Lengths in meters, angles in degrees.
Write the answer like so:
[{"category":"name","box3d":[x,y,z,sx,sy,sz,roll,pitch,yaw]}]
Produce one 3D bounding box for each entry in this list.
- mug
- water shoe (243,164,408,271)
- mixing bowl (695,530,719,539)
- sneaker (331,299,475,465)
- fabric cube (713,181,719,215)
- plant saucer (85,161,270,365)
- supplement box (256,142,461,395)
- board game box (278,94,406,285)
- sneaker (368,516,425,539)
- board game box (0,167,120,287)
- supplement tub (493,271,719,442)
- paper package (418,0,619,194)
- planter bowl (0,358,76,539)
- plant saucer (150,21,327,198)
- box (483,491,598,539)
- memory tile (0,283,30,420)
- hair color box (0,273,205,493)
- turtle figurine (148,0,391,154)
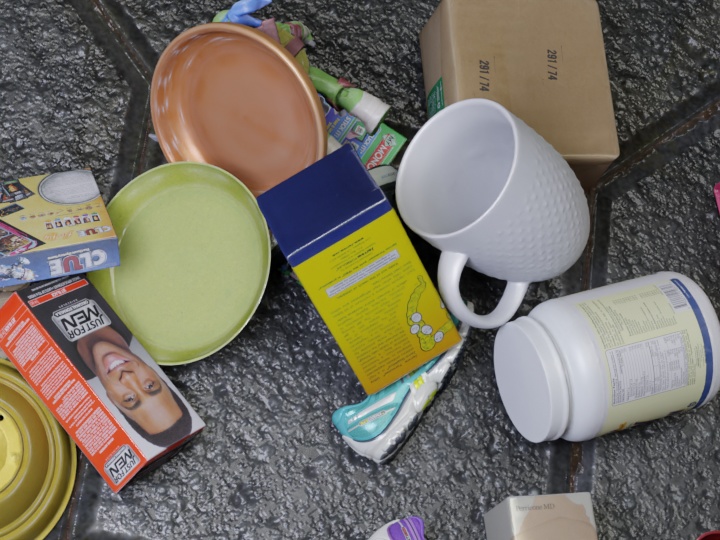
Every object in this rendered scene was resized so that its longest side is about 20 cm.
[{"category":"mug","box3d":[0.136,-0.042,1.556,0.175,0.147,0.201,31,73,-43]},{"category":"water shoe","box3d":[-0.026,-0.034,1.577,0.199,0.072,0.079,-32,85,-22]},{"category":"mixing bowl","box3d":[0.314,0.357,1.504,0.199,0.108,0.202,23,58,-43]},{"category":"sneaker","box3d":[0.049,0.098,1.577,0.079,0.078,0.200,35,64,10]},{"category":"fabric cube","box3d":[0.529,-0.048,1.691,0.198,0.200,0.198,-3,71,-16]},{"category":"plant saucer","box3d":[-0.173,-0.005,1.535,0.198,0.031,0.202,-5,76,20]},{"category":"supplement box","box3d":[0.000,0.000,1.507,0.109,0.201,0.109,-30,39,-1]},{"category":"board game box","box3d":[-0.058,-0.098,1.648,0.134,0.029,0.201,35,64,0]},{"category":"sneaker","box3d":[0.089,0.318,1.497,0.083,0.081,0.201,-30,78,-29]},{"category":"board game box","box3d":[-0.341,-0.036,1.502,0.198,0.035,0.136,-10,36,-16]},{"category":"supplement tub","box3d":[0.250,0.089,1.592,0.199,0.145,0.146,-13,73,-19]},{"category":"paper package","box3d":[0.169,-0.190,1.705,0.189,0.104,0.202,0,70,-13]},{"category":"planter bowl","box3d":[-0.352,0.167,1.421,0.199,0.083,0.202,4,75,-16]},{"category":"plant saucer","box3d":[-0.115,-0.148,1.537,0.200,0.200,0.037,43,38,5]},{"category":"box","box3d":[0.184,0.321,1.519,0.094,0.078,0.202,-2,70,-15]},{"category":"memory tile","box3d":[-0.387,0.068,1.501,0.152,0.017,0.202,0,69,-15]},{"category":"hair color box","box3d":[-0.248,0.100,1.478,0.200,0.061,0.101,50,31,7]},{"category":"turtle figurine","box3d":[-0.078,-0.178,1.616,0.194,0.200,0.144,38,41,3]}]
